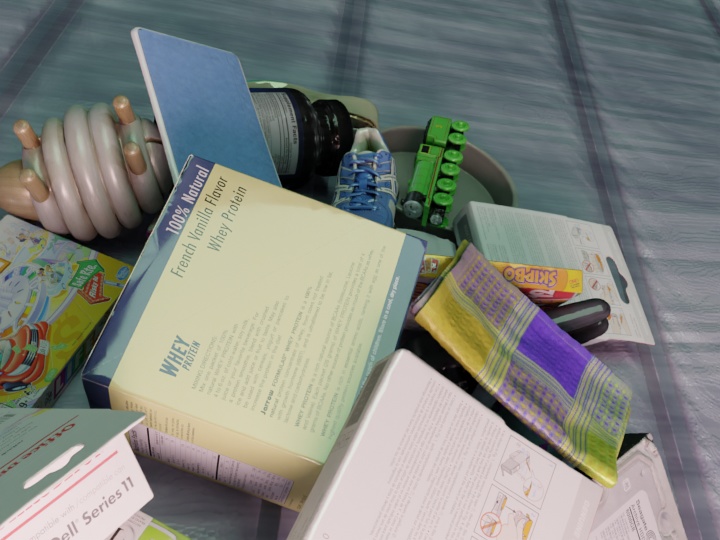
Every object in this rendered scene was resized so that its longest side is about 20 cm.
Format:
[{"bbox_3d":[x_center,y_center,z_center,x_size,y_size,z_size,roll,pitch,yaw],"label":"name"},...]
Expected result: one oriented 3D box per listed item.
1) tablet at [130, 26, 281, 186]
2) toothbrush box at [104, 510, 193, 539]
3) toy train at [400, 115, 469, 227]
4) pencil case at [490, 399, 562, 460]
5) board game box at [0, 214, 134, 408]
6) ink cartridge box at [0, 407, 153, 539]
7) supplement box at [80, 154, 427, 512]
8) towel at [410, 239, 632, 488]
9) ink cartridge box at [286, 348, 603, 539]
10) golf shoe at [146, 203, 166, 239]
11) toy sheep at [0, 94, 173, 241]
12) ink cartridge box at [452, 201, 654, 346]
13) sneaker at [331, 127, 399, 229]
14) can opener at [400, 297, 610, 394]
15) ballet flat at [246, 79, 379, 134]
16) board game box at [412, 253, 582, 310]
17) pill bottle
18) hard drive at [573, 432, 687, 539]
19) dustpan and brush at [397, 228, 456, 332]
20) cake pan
[{"bbox_3d":[-0.141,-0.135,0.813,0.129,0.014,0.202,3,61,-48],"label":"tablet"},{"bbox_3d":[-0.139,0.260,0.495,0.145,0.087,0.200,26,42,8],"label":"toothbrush box"},{"bbox_3d":[0.087,-0.117,0.986,0.056,0.042,0.201,12,40,6],"label":"toy train"},{"bbox_3d":[0.129,0.163,0.715,0.092,0.086,0.200,23,38,23],"label":"pencil case"},{"bbox_3d":[-0.290,0.044,0.710,0.133,0.034,0.201,22,40,2],"label":"board game box"},{"bbox_3d":[-0.212,0.141,0.521,0.199,0.068,0.117,-8,21,42],"label":"ink cartridge box"},{"bbox_3d":[-0.078,0.055,0.668,0.198,0.135,0.201,19,59,-1],"label":"supplement box"},{"bbox_3d":[0.132,0.066,0.671,0.200,0.023,0.144,44,31,5],"label":"towel"},{"bbox_3d":[0.047,0.180,0.544,0.175,0.045,0.201,35,59,-9],"label":"ink cartridge box"},{"bbox_3d":[-0.122,-0.002,0.815,0.091,0.076,0.200,-37,62,-28],"label":"golf shoe"},{"bbox_3d":[-0.242,-0.094,0.800,0.198,0.139,0.139,-12,46,-7],"label":"toy sheep"},{"bbox_3d":[0.206,0.013,0.925,0.198,0.047,0.161,7,54,-26],"label":"ink cartridge box"},{"bbox_3d":[0.000,-0.076,0.863,0.075,0.078,0.201,-5,31,5],"label":"sneaker"},{"bbox_3d":[0.133,0.067,0.786,0.198,0.063,0.079,-18,65,7],"label":"can opener"},{"bbox_3d":[-0.067,-0.185,1.039,0.198,0.070,0.070,1,44,-21],"label":"ballet flat"},{"bbox_3d":[0.091,0.012,0.786,0.198,0.096,0.030,8,73,-10],"label":"board game box"},{"bbox_3d":[-0.113,-0.140,0.928,0.198,0.112,0.112,-6,47,-29],"label":"pill bottle"},{"bbox_3d":[0.177,0.224,0.642,0.199,0.038,0.141,-20,93,-41],"label":"hard drive"},{"bbox_3d":[0.000,0.000,0.875,0.198,0.057,0.140,18,38,-13],"label":"dustpan and brush"},{"bbox_3d":[0.090,-0.101,1.026,0.198,0.037,0.201,11,41,-10],"label":"cake pan"}]
